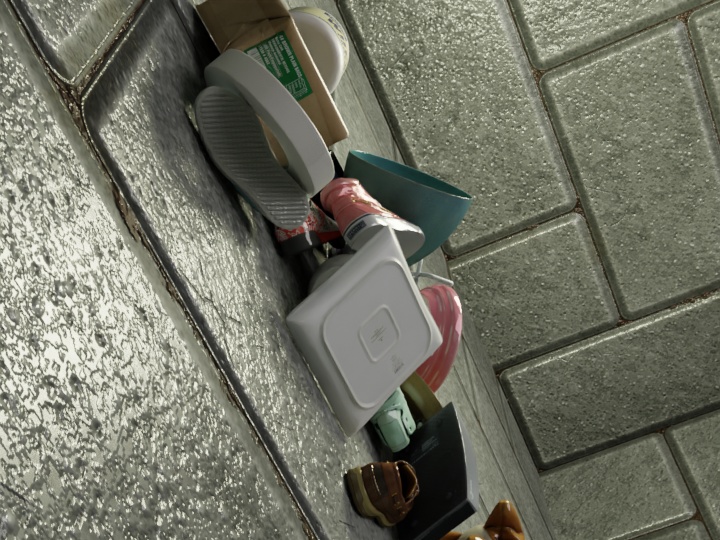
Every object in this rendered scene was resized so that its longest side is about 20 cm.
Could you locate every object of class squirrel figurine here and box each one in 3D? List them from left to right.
[{"bbox_3d":[0.186,0.473,1.543,0.201,0.141,0.187,63,17,-17],"label":"squirrel figurine"}]

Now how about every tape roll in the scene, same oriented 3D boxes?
[{"bbox_3d":[-0.110,-0.174,1.277,0.203,0.037,0.203,45,-13,13],"label":"tape roll"}]

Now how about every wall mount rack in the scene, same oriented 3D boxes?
[{"bbox_3d":[0.073,0.064,1.714,0.173,0.074,0.201,8,-100,64],"label":"wall mount rack"}]

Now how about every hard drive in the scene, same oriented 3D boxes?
[{"bbox_3d":[0.103,0.284,1.461,0.042,0.135,0.200,39,22,-22],"label":"hard drive"}]

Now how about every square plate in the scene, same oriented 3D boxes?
[{"bbox_3d":[0.017,0.078,1.349,0.028,0.200,0.199,10,-46,49],"label":"square plate"}]

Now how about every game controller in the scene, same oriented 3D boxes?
[{"bbox_3d":[-0.041,-0.105,1.612,0.200,0.042,0.105,59,47,-71],"label":"game controller"}]

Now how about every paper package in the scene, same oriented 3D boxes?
[{"bbox_3d":[-0.117,-0.269,1.425,0.201,0.103,0.191,62,-2,-39],"label":"paper package"}]

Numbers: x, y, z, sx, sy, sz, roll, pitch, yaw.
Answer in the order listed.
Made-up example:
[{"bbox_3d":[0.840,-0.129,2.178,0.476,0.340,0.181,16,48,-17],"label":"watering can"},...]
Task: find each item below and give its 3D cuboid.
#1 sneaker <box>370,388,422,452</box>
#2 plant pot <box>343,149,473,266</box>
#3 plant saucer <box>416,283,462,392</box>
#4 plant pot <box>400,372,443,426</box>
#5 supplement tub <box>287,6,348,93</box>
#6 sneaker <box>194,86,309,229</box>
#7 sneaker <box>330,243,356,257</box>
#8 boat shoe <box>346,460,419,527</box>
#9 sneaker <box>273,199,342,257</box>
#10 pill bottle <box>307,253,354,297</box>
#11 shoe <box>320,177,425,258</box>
[{"bbox_3d":[0.037,0.189,1.469,0.119,0.073,0.200,64,6,11],"label":"sneaker"},{"bbox_3d":[0.053,-0.083,1.602,0.200,0.199,0.136,-53,164,-79],"label":"plant pot"},{"bbox_3d":[0.097,0.116,1.771,0.051,0.201,0.201,17,36,-22],"label":"plant saucer"},{"bbox_3d":[0.093,0.239,1.630,0.200,0.027,0.201,54,-21,31],"label":"plant pot"},{"bbox_3d":[-0.093,-0.347,1.709,0.200,0.144,0.146,-81,148,-72],"label":"supplement tub"},{"bbox_3d":[-0.141,-0.132,1.259,0.082,0.074,0.201,25,-29,58],"label":"sneaker"},{"bbox_3d":[0.000,0.000,1.649,0.200,0.087,0.075,-95,159,-60],"label":"sneaker"},{"bbox_3d":[0.043,0.278,1.343,0.200,0.067,0.072,46,24,-68],"label":"boat shoe"},{"bbox_3d":[-0.079,-0.083,1.450,0.201,0.067,0.109,-32,103,-78],"label":"sneaker"},{"bbox_3d":[-0.009,0.033,1.460,0.200,0.109,0.110,-2,71,-80],"label":"pill bottle"},{"bbox_3d":[0.017,-0.070,1.453,0.091,0.071,0.200,56,17,21],"label":"shoe"}]
